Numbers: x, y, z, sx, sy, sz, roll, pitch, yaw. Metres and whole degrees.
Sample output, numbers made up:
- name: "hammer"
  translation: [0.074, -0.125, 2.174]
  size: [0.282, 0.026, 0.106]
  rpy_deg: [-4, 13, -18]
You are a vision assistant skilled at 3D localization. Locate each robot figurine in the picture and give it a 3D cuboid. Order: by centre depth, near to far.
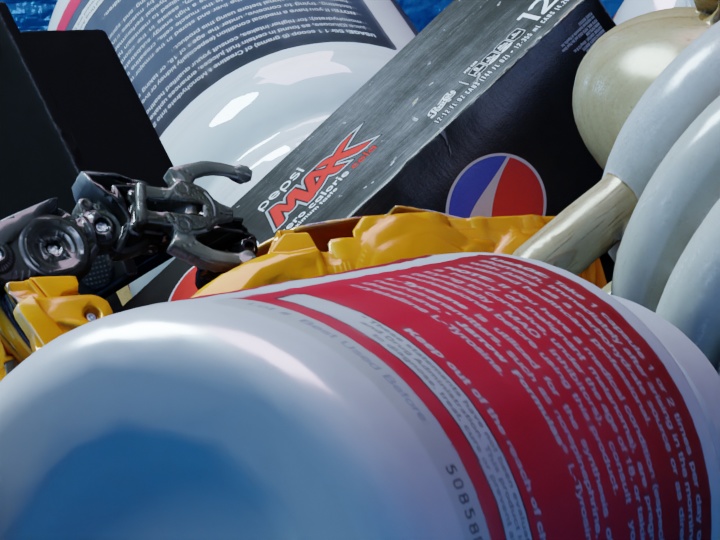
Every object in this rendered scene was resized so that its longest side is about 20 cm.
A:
- name: "robot figurine"
  translation: [-0.016, 0.042, 0.772]
  size: [0.199, 0.145, 0.058]
  rpy_deg: [-4, -27, -26]

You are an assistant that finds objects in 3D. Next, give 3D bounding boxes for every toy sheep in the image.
- name: "toy sheep"
  translation: [0.125, 0.003, 0.729]
  size: [0.138, 0.138, 0.200]
  rpy_deg: [-6, 46, -48]

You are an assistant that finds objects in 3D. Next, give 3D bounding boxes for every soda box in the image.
- name: "soda box"
  translation: [0.000, 0.000, 0.868]
  size: [0.200, 0.063, 0.071]
  rpy_deg: [-43, 25, -11]

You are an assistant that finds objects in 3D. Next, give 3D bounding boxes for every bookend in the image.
- name: "bookend"
  translation: [-0.126, 0.000, 0.958]
  size: [0.198, 0.092, 0.200]
  rpy_deg: [-30, -7, 22]

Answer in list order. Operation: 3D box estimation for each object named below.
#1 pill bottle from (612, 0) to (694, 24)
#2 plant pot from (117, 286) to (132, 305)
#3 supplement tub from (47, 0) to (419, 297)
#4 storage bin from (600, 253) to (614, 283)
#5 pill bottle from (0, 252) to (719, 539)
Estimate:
- name: "pill bottle"
  translation: [0.132, -0.050, 1.089]
  size: [0.112, 0.113, 0.200]
  rpy_deg: [-3, -31, -21]
- name: "plant pot"
  translation: [-0.047, 0.012, 1.146]
  size: [0.199, 0.028, 0.200]
  rpy_deg: [12, 28, -7]
- name: "supplement tub"
  translation: [-0.030, -0.040, 1.070]
  size: [0.140, 0.141, 0.200]
  rpy_deg: [-3, 32, -19]
- name: "storage bin"
  translation: [0.145, 0.017, 0.984]
  size: [0.199, 0.146, 0.134]
  rpy_deg: [-2, -6, -9]
- name: "pill bottle"
  translation: [0.008, 0.055, 0.606]
  size: [0.112, 0.113, 0.200]
  rpy_deg: [1, 5, 27]
